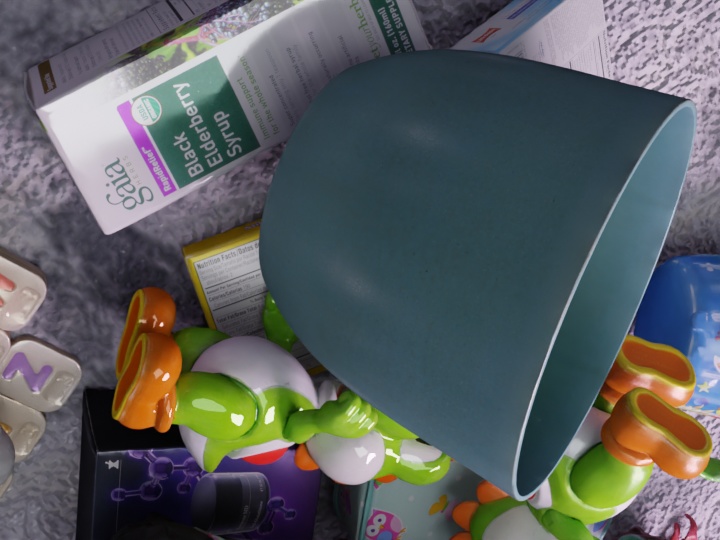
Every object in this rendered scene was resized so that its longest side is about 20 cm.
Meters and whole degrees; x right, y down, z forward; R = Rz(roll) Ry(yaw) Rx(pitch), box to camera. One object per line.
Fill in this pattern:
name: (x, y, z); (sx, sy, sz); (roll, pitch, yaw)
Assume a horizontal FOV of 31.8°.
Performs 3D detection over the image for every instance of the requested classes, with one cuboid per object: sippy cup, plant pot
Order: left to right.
plant pot: (0.048, -0.015, 0.613); (0.160, 0.200, 0.202); (24, 111, 19)
sippy cup: (0.257, 0.045, 0.836); (0.129, 0.140, 0.179); (7, 74, -10)

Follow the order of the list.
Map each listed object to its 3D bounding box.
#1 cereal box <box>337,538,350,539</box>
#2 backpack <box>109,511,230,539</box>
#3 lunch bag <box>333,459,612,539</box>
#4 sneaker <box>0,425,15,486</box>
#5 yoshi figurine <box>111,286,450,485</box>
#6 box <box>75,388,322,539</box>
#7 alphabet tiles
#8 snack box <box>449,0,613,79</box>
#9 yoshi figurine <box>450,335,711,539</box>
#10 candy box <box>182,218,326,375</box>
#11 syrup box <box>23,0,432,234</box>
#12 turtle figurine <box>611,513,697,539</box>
cereal box: (0.062, 0.277, 0.886); (0.199, 0.039, 0.145); (16, 76, -25)
backpack: (-0.056, 0.237, 0.701); (0.199, 0.126, 0.168); (28, 66, -34)
lunch bag: (0.078, 0.121, 0.834); (0.199, 0.077, 0.161); (1, 115, -19)
sneaker: (-0.222, 0.023, 0.665); (0.129, 0.080, 0.200); (-34, 110, 9)
yoshi figurine: (-0.030, 0.058, 0.700); (0.199, 0.112, 0.113); (18, 69, -18)
box: (-0.108, 0.178, 0.798); (0.140, 0.079, 0.201); (1, 114, -16)
alphabet tiles: (-0.270, 0.063, 0.723); (0.195, 0.015, 0.200); (31, 102, -28)
snack box: (0.114, -0.060, 0.750); (0.116, 0.037, 0.201); (-41, 128, -40)
yoshi figurine: (0.138, 0.143, 0.747); (0.112, 0.112, 0.200); (-7, 140, -44)
candy box: (0.000, 0.000, 0.774); (0.199, 0.026, 0.103); (-20, 110, -9)
syrup box: (-0.071, -0.108, 0.672); (0.199, 0.081, 0.079); (-29, 119, -6)
turtle figurine: (0.206, 0.237, 0.908); (0.150, 0.101, 0.200); (-49, 144, 10)
